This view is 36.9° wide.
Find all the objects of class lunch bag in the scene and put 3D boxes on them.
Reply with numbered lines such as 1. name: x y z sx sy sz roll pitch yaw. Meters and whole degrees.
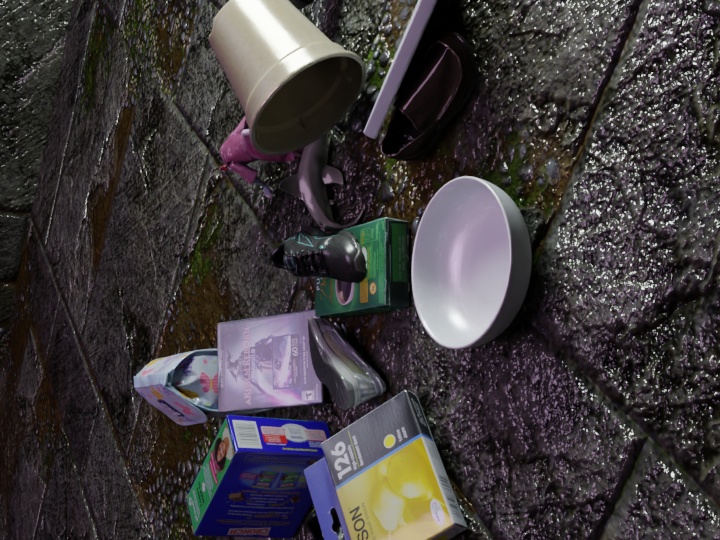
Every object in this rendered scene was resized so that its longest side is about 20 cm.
1. lunch bag: -0.265 0.193 1.805 0.169 0.198 0.129 -16 72 57

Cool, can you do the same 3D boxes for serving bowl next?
1. serving bowl: 0.139 -0.007 1.272 0.199 0.065 0.203 -14 73 58

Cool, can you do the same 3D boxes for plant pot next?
1. plant pot: -0.123 -0.305 1.581 0.184 0.199 0.201 53 133 20

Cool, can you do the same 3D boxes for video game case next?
1. video game case: -0.140 0.143 1.684 0.197 0.019 0.145 -9 76 28
2. video game case: 0.061 -0.292 1.401 0.183 0.022 0.202 -72 7 -59

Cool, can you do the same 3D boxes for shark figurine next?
1. shark figurine: -0.076 -0.114 1.641 0.129 0.088 0.217 -56 39 42

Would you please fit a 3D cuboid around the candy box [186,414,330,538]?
1. candy box: -0.150 0.313 1.620 0.201 0.167 0.078 -62 33 33

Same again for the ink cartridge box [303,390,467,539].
1. ink cartridge box: 0.018 0.286 1.377 0.199 0.047 0.199 -34 52 16

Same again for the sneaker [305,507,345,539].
1. sneaker: -0.036 0.329 1.488 0.201 0.081 0.072 -104 24 -56

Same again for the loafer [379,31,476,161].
1. loafer: 0.083 -0.211 1.375 0.073 0.071 0.201 43 133 20

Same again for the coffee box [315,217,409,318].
1. coffee box: 0.000 0.000 1.531 0.199 0.043 0.125 -15 73 58

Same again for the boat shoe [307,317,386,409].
1. boat shoe: -0.028 0.128 1.554 0.202 0.064 0.075 -133 35 -58

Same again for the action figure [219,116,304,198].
1. action figure: -0.181 -0.202 1.785 0.199 0.148 0.136 -23 72 41

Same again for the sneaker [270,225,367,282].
1. sneaker: -0.058 -0.013 1.497 0.199 0.078 0.076 12 120 61

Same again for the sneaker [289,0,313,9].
1. sneaker: -0.080 -0.494 1.681 0.060 0.103 0.203 -33 58 54
